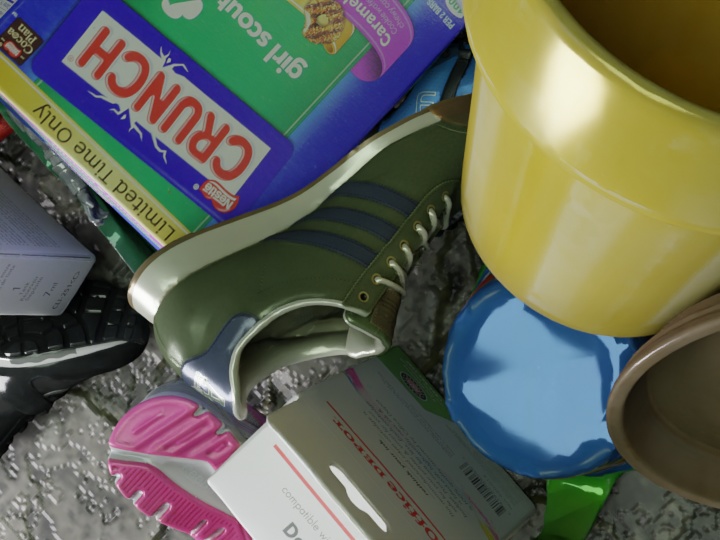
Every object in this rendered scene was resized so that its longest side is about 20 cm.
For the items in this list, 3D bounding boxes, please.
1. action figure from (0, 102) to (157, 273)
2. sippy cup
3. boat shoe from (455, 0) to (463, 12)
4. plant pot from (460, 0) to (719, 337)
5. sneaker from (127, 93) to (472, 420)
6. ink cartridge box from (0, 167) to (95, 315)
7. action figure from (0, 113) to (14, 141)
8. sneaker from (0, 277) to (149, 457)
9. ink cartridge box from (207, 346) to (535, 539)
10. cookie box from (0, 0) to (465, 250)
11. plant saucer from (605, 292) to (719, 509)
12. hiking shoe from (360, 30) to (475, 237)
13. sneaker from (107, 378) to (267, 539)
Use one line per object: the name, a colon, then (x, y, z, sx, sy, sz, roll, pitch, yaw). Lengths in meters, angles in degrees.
action figure: (-0.117, -0.060, 1.167, 0.118, 0.055, 0.200, -44, 104, 7)
sippy cup: (0.101, 0.042, 1.099, 0.140, 0.130, 0.178, -29, 87, 20)
boat shoe: (0.138, -0.167, 1.068, 0.200, 0.066, 0.070, -25, 121, -1)
plant pot: (0.129, -0.076, 0.964, 0.201, 0.201, 0.189, 38, 144, 11)
sneaker: (0.000, 0.000, 1.051, 0.200, 0.067, 0.090, -27, 60, -9)
ink cartridge box: (-0.256, -0.055, 1.163, 0.200, 0.176, 0.045, 41, 106, 24)
action figure: (-0.146, -0.151, 1.181, 0.200, 0.065, 0.099, -30, 120, 18)
sneaker: (-0.203, 0.065, 1.247, 0.200, 0.076, 0.088, -11, 122, 12)
ink cartridge box: (0.003, 0.113, 1.102, 0.067, 0.200, 0.117, -43, 82, 18)
cookie box: (-0.069, -0.120, 1.097, 0.200, 0.075, 0.171, -48, 111, -4)
plant saucer: (0.207, 0.055, 0.995, 0.200, 0.200, 0.029, -8, 55, 19)
hiking shoe: (0.074, -0.092, 1.122, 0.200, 0.074, 0.087, -33, 86, 19)
sneaker: (-0.047, 0.127, 1.187, 0.081, 0.088, 0.200, -32, 108, 14)
